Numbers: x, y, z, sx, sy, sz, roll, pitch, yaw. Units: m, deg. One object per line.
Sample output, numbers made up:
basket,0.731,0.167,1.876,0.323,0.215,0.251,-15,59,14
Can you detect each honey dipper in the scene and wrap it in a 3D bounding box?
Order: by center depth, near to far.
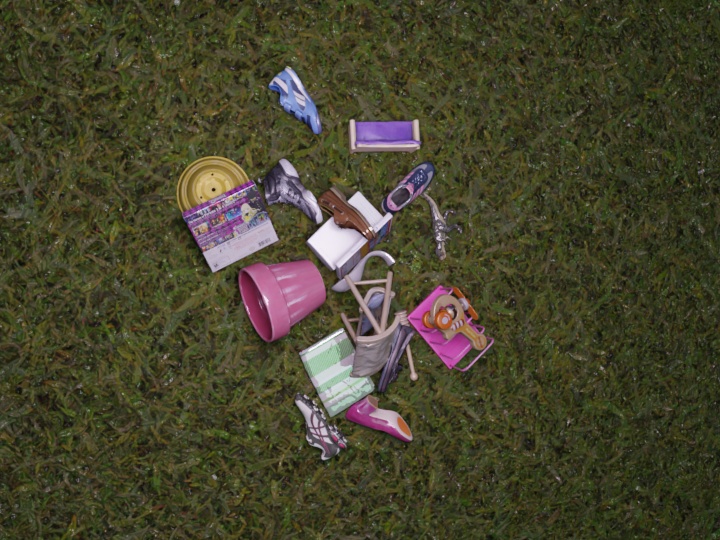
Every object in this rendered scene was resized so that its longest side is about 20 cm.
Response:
honey dipper,0.136,0.215,1.611,0.037,0.038,0.203,-15,95,-12

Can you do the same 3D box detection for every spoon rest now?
spoon rest,0.000,0.000,1.564,0.199,0.099,0.061,-28,86,-25

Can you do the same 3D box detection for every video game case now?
video game case,-0.333,-0.113,1.470,0.198,0.036,0.183,-28,129,-11
video game case,0.009,-0.064,1.534,0.200,0.143,0.017,-44,81,-9

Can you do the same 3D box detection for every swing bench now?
swing bench,0.027,0.144,1.467,0.128,0.200,0.202,-4,56,-11

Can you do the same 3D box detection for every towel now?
towel,-0.065,0.281,1.573,0.151,0.023,0.202,-29,96,-10

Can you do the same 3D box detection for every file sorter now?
file sorter,0.257,0.163,1.590,0.139,0.125,0.200,-42,97,-10

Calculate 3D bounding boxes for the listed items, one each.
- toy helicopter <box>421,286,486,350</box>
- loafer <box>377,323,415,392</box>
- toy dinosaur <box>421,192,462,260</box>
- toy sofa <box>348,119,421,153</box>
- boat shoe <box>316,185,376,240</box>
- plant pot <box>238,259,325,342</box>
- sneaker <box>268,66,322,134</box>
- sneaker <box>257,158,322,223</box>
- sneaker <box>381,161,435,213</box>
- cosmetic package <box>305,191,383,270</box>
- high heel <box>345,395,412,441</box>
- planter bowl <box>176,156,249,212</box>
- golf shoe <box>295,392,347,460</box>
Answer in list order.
toy helicopter,0.268,0.136,1.504,0.200,0.079,0.133,41,71,-19
loafer,0.100,0.249,1.570,0.062,0.072,0.203,16,95,1
toy dinosaur,0.241,-0.135,1.635,0.087,0.047,0.203,-13,88,-5
toy sofa,0.067,-0.376,1.574,0.197,0.098,0.084,-3,90,-11
boat shoe,-0.037,-0.135,1.467,0.068,0.072,0.200,-39,58,-8
plant pot,-0.196,0.061,1.473,0.177,0.199,0.203,-21,93,-26
sneaker,-0.174,-0.450,1.540,0.082,0.074,0.201,-33,88,-9
sneaker,-0.193,-0.192,1.530,0.113,0.075,0.201,-35,90,-10
sneaker,0.146,-0.235,1.595,0.070,0.082,0.200,44,81,-7
cosmetic package,-0.044,-0.106,1.553,0.113,0.081,0.200,44,80,-6
high heel,0.054,0.434,1.587,0.199,0.068,0.096,39,116,-23
planter bowl,-0.384,-0.206,1.482,0.197,0.083,0.204,0,89,-11
golf shoe,-0.122,0.424,1.532,0.088,0.077,0.201,-39,96,-3
